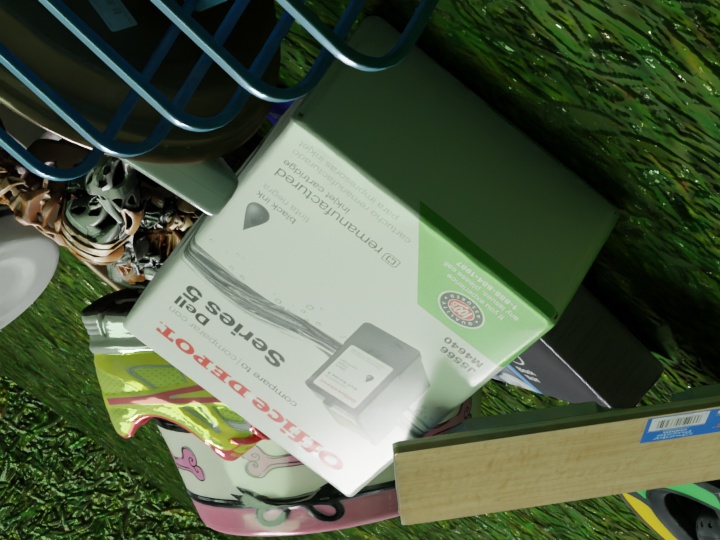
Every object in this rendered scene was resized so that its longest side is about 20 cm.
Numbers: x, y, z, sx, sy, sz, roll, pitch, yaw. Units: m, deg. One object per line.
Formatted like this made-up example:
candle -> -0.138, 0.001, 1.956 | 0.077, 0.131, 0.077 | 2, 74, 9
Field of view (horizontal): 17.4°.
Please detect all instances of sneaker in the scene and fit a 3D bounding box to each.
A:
sneaker -> -0.052, 0.060, 1.275 | 0.200, 0.090, 0.078 | 3, -167, 18

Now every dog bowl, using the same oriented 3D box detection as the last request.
dog bowl -> -0.019, 0.100, 1.398 | 0.200, 0.200, 0.074 | 7, 108, 65

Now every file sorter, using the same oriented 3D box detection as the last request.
file sorter -> -0.069, -0.125, 0.803 | 0.139, 0.123, 0.200 | 43, 148, -24

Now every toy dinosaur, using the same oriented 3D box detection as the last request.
toy dinosaur -> -0.120, -0.041, 1.212 | 0.136, 0.200, 0.102 | -66, 35, 39

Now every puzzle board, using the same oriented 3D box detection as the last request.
puzzle board -> 0.115, 0.085, 1.128 | 0.200, 0.017, 0.151 | -9, 161, -1

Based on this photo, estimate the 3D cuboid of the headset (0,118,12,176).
headset -> -0.246, -0.045, 1.257 | 0.200, 0.123, 0.094 | 56, -170, 31

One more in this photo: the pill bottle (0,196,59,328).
pill bottle -> -0.273, -0.057, 1.379 | 0.200, 0.111, 0.111 | 52, 173, 21

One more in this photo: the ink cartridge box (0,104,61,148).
ink cartridge box -> -0.235, -0.120, 1.488 | 0.200, 0.068, 0.115 | 37, 166, 1

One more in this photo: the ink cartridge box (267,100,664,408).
ink cartridge box -> 0.034, -0.011, 1.224 | 0.200, 0.043, 0.198 | 46, 165, -29

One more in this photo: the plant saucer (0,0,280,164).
plant saucer -> -0.111, -0.130, 0.960 | 0.200, 0.200, 0.029 | 39, 126, -10

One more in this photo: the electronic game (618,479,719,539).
electronic game -> 0.223, 0.159, 1.316 | 0.200, 0.042, 0.200 | 35, 167, 9

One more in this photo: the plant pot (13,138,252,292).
plant pot -> -0.104, -0.031, 1.403 | 0.201, 0.093, 0.201 | 34, 167, 9

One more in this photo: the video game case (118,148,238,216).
video game case -> -0.146, -0.097, 1.021 | 0.182, 0.023, 0.200 | 32, -175, -17

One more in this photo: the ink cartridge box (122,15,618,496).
ink cartridge box -> 0.000, 0.000, 1.089 | 0.145, 0.084, 0.200 | 38, 140, -5
